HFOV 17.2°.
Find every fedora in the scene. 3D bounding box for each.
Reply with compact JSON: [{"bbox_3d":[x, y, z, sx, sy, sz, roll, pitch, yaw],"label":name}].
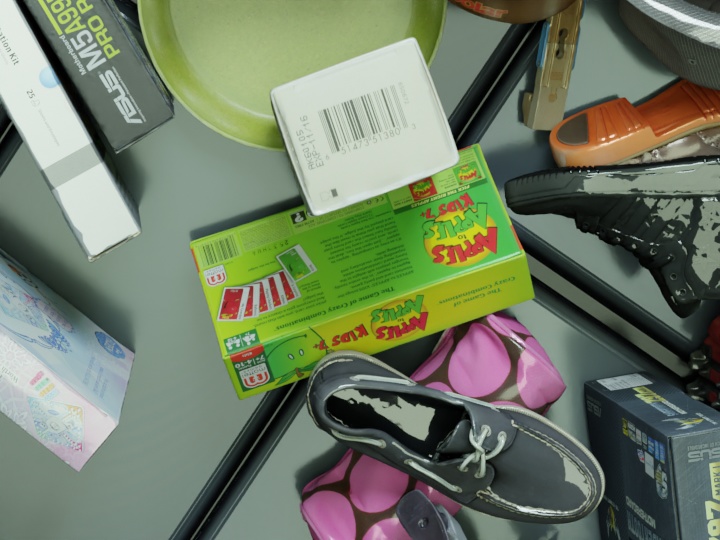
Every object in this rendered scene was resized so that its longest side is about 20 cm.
[{"bbox_3d":[0.231,-0.177,1.503,0.198,0.178,0.091,13,139,4],"label":"fedora"}]

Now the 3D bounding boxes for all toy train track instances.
[{"bbox_3d":[0.129,-0.192,1.537,0.114,0.032,0.202,1,106,-30],"label":"toy train track"}]

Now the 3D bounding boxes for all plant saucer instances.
[{"bbox_3d":[-0.044,-0.177,1.528,0.198,0.031,0.202,-1,98,-4],"label":"plant saucer"}]

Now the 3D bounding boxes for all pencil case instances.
[{"bbox_3d":[0.042,0.112,1.546,0.094,0.091,0.200,42,95,8],"label":"pencil case"}]

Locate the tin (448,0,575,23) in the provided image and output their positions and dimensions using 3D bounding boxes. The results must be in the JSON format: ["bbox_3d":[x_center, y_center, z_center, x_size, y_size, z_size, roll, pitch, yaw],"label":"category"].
[{"bbox_3d":[0.106,-0.237,1.447,0.111,0.042,0.201,23,63,6],"label":"tin"}]

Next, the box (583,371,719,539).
[{"bbox_3d":[0.196,0.159,1.507,0.051,0.200,0.159,-9,99,-8],"label":"box"}]

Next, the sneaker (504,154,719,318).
[{"bbox_3d":[0.192,-0.017,1.487,0.198,0.060,0.105,-5,96,6],"label":"sneaker"}]

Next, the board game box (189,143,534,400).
[{"bbox_3d":[0.000,0.000,1.518,0.199,0.102,0.048,-19,140,-1],"label":"board game box"}]

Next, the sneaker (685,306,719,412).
[{"bbox_3d":[0.275,0.038,1.560,0.097,0.071,0.202,5,107,-19],"label":"sneaker"}]

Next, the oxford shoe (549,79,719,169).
[{"bbox_3d":[0.224,-0.084,1.552,0.198,0.071,0.073,-14,118,2],"label":"oxford shoe"}]

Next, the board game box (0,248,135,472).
[{"bbox_3d":[-0.231,0.025,1.456,0.199,0.200,0.043,38,96,-8],"label":"board game box"}]

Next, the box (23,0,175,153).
[{"bbox_3d":[-0.182,-0.172,1.454,0.044,0.160,0.201,-31,100,-1],"label":"box"}]

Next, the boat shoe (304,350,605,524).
[{"bbox_3d":[0.058,0.111,1.468,0.199,0.063,0.073,23,99,-3],"label":"boat shoe"}]

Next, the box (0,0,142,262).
[{"bbox_3d":[-0.199,-0.109,1.463,0.041,0.156,0.201,-30,98,-2],"label":"box"}]

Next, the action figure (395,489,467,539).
[{"bbox_3d":[0.076,0.216,1.536,0.130,0.069,0.200,-48,140,6],"label":"action figure"}]

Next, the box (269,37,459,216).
[{"bbox_3d":[-0.001,-0.083,1.426,0.094,0.200,0.078,-20,93,-3],"label":"box"}]
